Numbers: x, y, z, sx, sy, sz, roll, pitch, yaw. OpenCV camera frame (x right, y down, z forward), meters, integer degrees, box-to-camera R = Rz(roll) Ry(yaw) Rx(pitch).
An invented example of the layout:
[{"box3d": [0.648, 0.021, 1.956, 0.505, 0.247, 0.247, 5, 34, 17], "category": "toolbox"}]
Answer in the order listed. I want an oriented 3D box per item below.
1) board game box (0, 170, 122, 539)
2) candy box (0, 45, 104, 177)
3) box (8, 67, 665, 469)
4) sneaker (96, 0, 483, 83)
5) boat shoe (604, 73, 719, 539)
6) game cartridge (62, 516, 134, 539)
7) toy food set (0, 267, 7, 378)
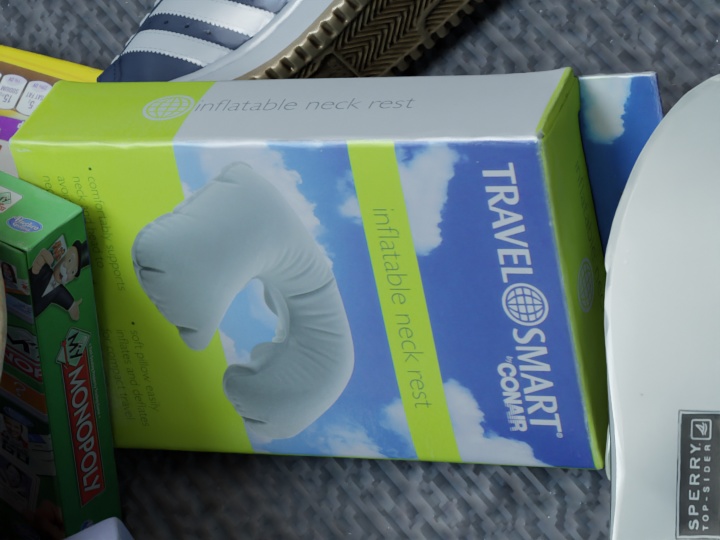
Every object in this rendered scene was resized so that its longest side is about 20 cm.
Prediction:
[{"box3d": [-0.168, 0.005, 0.940, 0.200, 0.135, 0.029, 24, 45, 30], "category": "board game box"}, {"box3d": [-0.183, -0.043, 1.029, 0.199, 0.026, 0.103, 15, 76, 28], "category": "candy box"}, {"box3d": [0.000, 0.000, 0.877, 0.199, 0.122, 0.048, 1, 33, 23], "category": "box"}, {"box3d": [-0.051, -0.091, 0.971, 0.200, 0.070, 0.109, -38, 56, 3], "category": "sneaker"}, {"box3d": [0.102, 0.043, 0.830, 0.070, 0.064, 0.201, 8, 81, 8], "category": "boat shoe"}, {"box3d": [-0.151, 0.145, 0.799, 0.199, 0.038, 0.130, -26, 27, 3], "category": "game cartridge"}, {"box3d": [-0.190, 0.046, 0.842, 0.199, 0.049, 0.199, -6, 59, 24], "category": "toy food set"}]
